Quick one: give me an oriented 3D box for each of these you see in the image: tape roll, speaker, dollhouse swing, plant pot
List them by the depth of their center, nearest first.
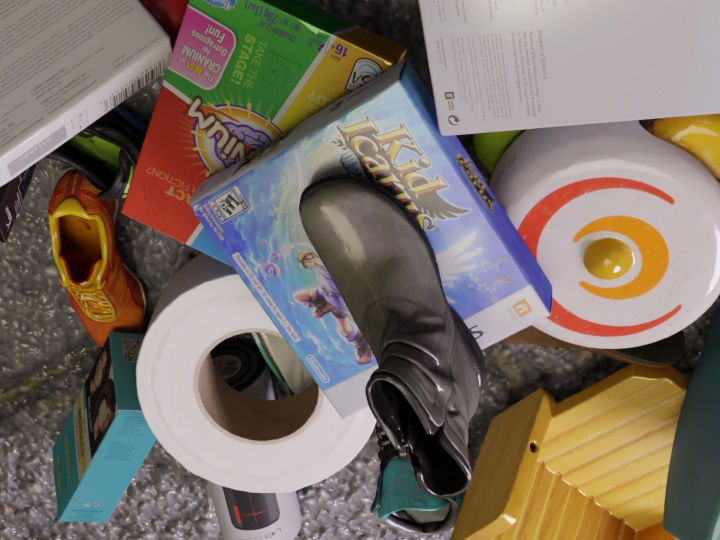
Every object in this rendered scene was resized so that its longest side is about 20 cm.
[{"bbox_3d":[0.325,0.135,1.062,0.140,0.141,0.202,26,87,-8],"label":"plant pot"},{"bbox_3d":[-0.079,0.078,1.127,0.200,0.071,0.205,1,115,3],"label":"tape roll"},{"bbox_3d":[0.221,0.204,1.170,0.199,0.183,0.175,37,149,-23],"label":"dollhouse swing"},{"bbox_3d":[-0.107,0.165,1.271,0.080,0.082,0.202,-1,125,12],"label":"speaker"}]

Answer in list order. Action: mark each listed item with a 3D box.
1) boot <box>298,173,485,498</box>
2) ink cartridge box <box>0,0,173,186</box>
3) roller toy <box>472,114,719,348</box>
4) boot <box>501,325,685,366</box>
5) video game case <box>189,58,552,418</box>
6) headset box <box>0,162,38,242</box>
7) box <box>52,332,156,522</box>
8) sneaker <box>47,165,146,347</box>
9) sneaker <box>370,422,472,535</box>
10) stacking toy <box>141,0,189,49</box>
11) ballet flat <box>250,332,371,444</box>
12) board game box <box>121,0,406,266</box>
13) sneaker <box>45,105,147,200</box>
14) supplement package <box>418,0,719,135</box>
[{"bbox_3d":[0.023,0.040,0.899,0.067,0.131,0.201,-28,110,21],"label":"boot"},{"bbox_3d":[-0.254,-0.183,0.986,0.200,0.160,0.050,49,164,11],"label":"ink cartridge box"},{"bbox_3d":[0.186,-0.042,1.022,0.197,0.140,0.184,-4,125,13],"label":"roller toy"},{"bbox_3d":[0.166,0.036,1.138,0.198,0.074,0.076,21,143,4],"label":"boot"},{"bbox_3d":[0.009,-0.016,0.974,0.180,0.046,0.201,-29,109,21],"label":"video game case"},{"bbox_3d":[-0.297,-0.145,1.027,0.147,0.202,0.077,19,164,-5],"label":"headset box"},{"bbox_3d":[-0.228,0.146,1.255,0.049,0.083,0.201,6,140,-26],"label":"box"},{"bbox_3d":[-0.231,0.004,1.177,0.072,0.078,0.201,1,134,10],"label":"sneaker"},{"bbox_3d":[0.040,0.156,1.207,0.083,0.121,0.201,-15,121,21],"label":"sneaker"},{"bbox_3d":[-0.084,-0.142,1.046,0.199,0.086,0.085,37,124,-11],"label":"stacking toy"},{"bbox_3d":[-0.044,0.084,1.213,0.069,0.070,0.201,-14,118,20],"label":"ballet flat"},{"bbox_3d":[-0.073,-0.099,1.002,0.152,0.040,0.201,25,118,3],"label":"board game box"},{"bbox_3d":[-0.168,-0.075,1.104,0.198,0.083,0.071,24,129,-6],"label":"sneaker"},{"bbox_3d":[0.146,-0.197,0.910,0.197,0.151,0.153,-3,124,14],"label":"supplement package"}]
